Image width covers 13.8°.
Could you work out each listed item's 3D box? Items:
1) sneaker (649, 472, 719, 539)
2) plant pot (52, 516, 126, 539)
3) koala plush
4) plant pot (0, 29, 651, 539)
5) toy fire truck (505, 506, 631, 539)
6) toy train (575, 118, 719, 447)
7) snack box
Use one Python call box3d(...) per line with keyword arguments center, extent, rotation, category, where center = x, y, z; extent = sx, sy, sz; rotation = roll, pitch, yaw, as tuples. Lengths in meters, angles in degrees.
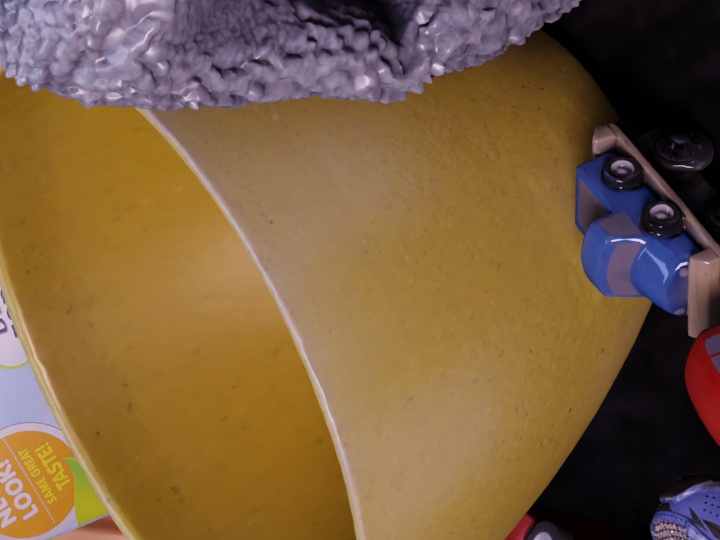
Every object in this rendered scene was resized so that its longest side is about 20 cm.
box3d(center=(0.121, 0.149, 0.790), extent=(0.201, 0.078, 0.075), rotation=(67, 164, 4), category="sneaker")
box3d(center=(-0.070, 0.034, 1.121), extent=(0.200, 0.199, 0.141), rotation=(-139, 47, -60), category="plant pot")
box3d(center=(-0.012, -0.160, 0.743), extent=(0.177, 0.183, 0.201), rotation=(-134, 48, -56), category="koala plush")
box3d(center=(0.000, 0.000, 0.854), extent=(0.200, 0.142, 0.200), rotation=(43, 148, 36), category="plant pot")
box3d(center=(0.077, 0.176, 0.890), extent=(0.141, 0.049, 0.200), rotation=(-64, 34, 15), category="toy fire truck")
box3d(center=(0.105, 0.030, 0.742), extent=(0.034, 0.046, 0.200), rotation=(85, 158, -46), category="toy train")
box3d(center=(-0.062, -0.024, 0.957), extent=(0.068, 0.199, 0.169), rotation=(31, 140, 67), category="snack box")
